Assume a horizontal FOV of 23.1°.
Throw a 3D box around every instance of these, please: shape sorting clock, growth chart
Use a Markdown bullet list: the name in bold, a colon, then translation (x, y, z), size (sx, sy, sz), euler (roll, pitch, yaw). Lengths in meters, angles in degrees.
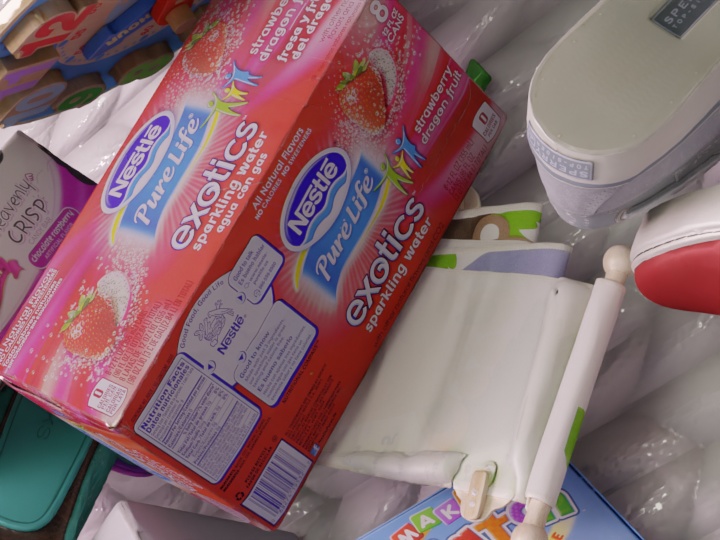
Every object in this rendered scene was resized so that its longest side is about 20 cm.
- **shape sorting clock**: translation (-0.084, -0.119, 0.749), size (0.200, 0.200, 0.039), euler (-37, 81, 30)
- **growth chart**: translation (0.020, 0.026, 0.708), size (0.200, 0.018, 0.145), euler (10, 68, 44)

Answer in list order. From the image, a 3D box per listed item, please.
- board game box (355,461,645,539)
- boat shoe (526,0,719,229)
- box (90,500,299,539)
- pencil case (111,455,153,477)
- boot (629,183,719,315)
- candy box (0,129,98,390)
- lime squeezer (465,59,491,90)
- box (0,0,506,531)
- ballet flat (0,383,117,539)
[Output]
- **board game box**: translation (0.061, 0.161, 0.618), size (0.151, 0.037, 0.200), euler (-28, 46, -16)
- **boat shoe**: translation (0.136, -0.091, 0.644), size (0.201, 0.072, 0.070), euler (-41, 65, -16)
- **box**: translation (-0.085, 0.227, 0.748), size (0.200, 0.106, 0.152), euler (-54, 46, 17)
- **pencil case**: translation (-0.086, -0.001, 0.835), size (0.085, 0.092, 0.200), euler (33, 104, 11)
- **boot**: translation (0.171, 0.046, 0.589), size (0.200, 0.072, 0.145), euler (4, 81, 41)
- **candy box**: translation (-0.195, 0.049, 0.791), size (0.200, 0.061, 0.137), euler (-51, 7, 42)
- **lime squeezer**: translation (0.000, 0.000, 0.773), size (0.200, 0.038, 0.071), euler (-46, 73, 9)
- **box**: translation (-0.043, -0.013, 0.703), size (0.095, 0.100, 0.200), euler (17, 73, 46)
- **ballet flat**: translation (-0.152, 0.124, 0.747), size (0.067, 0.070, 0.200), euler (21, 63, 8)
